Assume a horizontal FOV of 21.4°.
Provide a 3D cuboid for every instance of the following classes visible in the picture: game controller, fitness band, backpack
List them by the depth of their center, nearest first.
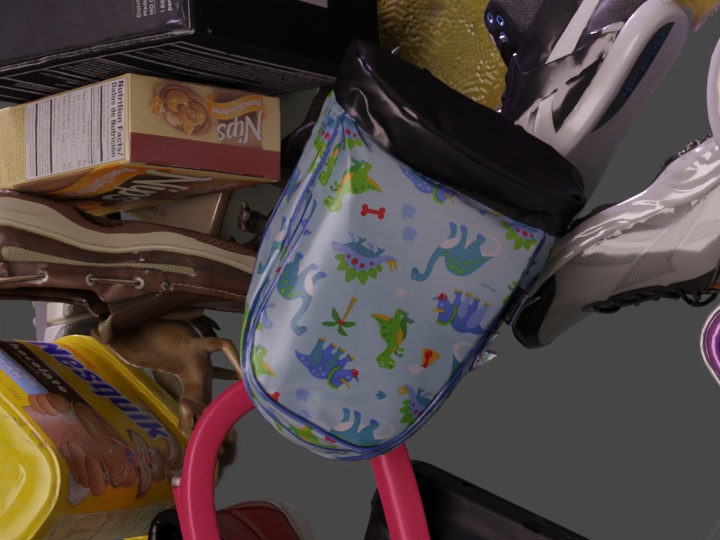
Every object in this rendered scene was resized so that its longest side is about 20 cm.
[{"bbox_3d":[0.011,0.005,1.053,0.162,0.154,0.201,31,115,-12],"label":"backpack"},{"bbox_3d":[-0.031,0.156,1.123,0.037,0.142,0.202,170,86,-72],"label":"fitness band"},{"bbox_3d":[0.083,0.193,1.152,0.199,0.042,0.105,23,113,32],"label":"game controller"}]

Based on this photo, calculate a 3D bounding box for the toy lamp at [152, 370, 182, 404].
[{"bbox_3d":[-0.126,0.089,1.278,0.058,0.058,0.202,-11,83,31],"label":"toy lamp"}]

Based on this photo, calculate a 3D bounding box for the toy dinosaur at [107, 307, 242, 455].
[{"bbox_3d":[-0.124,0.035,1.206,0.200,0.100,0.059,43,127,34],"label":"toy dinosaur"}]

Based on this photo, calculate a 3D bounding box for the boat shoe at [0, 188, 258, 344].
[{"bbox_3d":[-0.147,0.011,1.165,0.200,0.075,0.076,12,75,-6],"label":"boat shoe"}]

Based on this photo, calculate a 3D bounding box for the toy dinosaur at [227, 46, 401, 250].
[{"bbox_3d":[-0.029,-0.043,1.207,0.077,0.101,0.202,-127,43,-66],"label":"toy dinosaur"}]

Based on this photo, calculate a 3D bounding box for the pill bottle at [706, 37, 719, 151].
[{"bbox_3d":[0.261,-0.079,0.955,0.113,0.199,0.116,-2,86,32],"label":"pill bottle"}]

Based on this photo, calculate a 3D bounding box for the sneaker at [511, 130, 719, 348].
[{"bbox_3d":[0.169,-0.007,1.087,0.199,0.074,0.080,-35,74,25],"label":"sneaker"}]

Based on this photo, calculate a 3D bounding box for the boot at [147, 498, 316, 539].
[{"bbox_3d":[-0.052,0.230,1.167,0.072,0.144,0.201,-44,67,20],"label":"boot"}]

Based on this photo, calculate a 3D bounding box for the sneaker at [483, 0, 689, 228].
[{"bbox_3d":[0.100,-0.099,1.143,0.112,0.073,0.201,43,102,32],"label":"sneaker"}]

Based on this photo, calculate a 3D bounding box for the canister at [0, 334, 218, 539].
[{"bbox_3d":[-0.190,0.104,1.163,0.148,0.200,0.087,41,101,18],"label":"canister"}]

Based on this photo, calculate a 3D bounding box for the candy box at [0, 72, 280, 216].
[{"bbox_3d":[-0.154,-0.073,1.164,0.199,0.115,0.056,-8,81,46],"label":"candy box"}]

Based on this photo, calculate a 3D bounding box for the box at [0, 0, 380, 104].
[{"bbox_3d":[-0.123,-0.168,1.122,0.197,0.199,0.125,-8,84,31],"label":"box"}]

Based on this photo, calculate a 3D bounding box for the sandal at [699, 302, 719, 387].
[{"bbox_3d":[0.257,0.092,1.034,0.202,0.050,0.083,42,108,27],"label":"sandal"}]

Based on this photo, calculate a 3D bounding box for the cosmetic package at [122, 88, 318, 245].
[{"bbox_3d":[-0.088,-0.122,1.259,0.103,0.073,0.202,21,99,32],"label":"cosmetic package"}]

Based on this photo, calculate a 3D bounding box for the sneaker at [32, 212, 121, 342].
[{"bbox_3d":[-0.208,0.018,1.338,0.115,0.074,0.202,15,108,56],"label":"sneaker"}]
